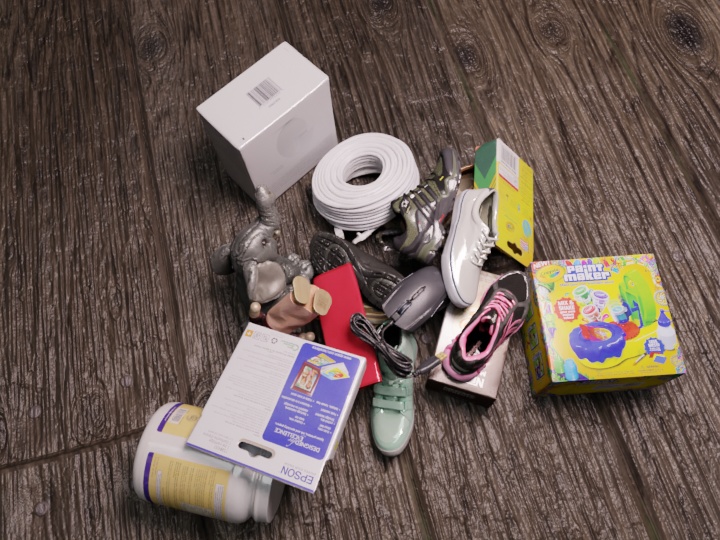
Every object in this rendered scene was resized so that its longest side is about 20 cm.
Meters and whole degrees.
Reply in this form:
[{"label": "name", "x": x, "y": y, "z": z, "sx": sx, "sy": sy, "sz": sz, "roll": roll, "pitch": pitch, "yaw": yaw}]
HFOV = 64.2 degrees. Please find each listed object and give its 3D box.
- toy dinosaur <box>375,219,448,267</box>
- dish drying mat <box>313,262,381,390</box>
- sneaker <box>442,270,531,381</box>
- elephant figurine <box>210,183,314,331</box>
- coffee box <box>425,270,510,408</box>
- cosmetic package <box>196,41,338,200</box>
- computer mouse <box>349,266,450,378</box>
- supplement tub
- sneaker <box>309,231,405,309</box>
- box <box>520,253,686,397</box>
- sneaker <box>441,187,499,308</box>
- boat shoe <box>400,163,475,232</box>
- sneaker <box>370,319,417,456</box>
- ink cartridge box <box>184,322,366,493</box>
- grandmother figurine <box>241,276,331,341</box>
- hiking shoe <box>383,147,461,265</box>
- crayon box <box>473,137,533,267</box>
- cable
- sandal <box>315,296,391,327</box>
[{"label": "toy dinosaur", "x": 0.072, "y": -0.063, "z": 1.034, "sx": 0.199, "sy": 0.048, "sz": 0.088, "roll": 25, "pitch": 56, "yaw": 12}, {"label": "dish drying mat", "x": -0.023, "y": 0.090, "z": 0.900, "sx": 0.076, "sy": 0.018, "sz": 0.202, "roll": -21, "pitch": 64, "yaw": 13}, {"label": "sneaker", "x": 0.200, "y": 0.074, "z": 0.862, "sx": 0.079, "sy": 0.096, "sz": 0.200, "roll": 33, "pitch": 71, "yaw": 15}, {"label": "elephant figurine", "x": -0.170, "y": -0.014, "z": 0.929, "sx": 0.140, "sy": 0.200, "sz": 0.156, "roll": -9, "pitch": 60, "yaw": 20}, {"label": "coffee box", "x": 0.186, "y": 0.107, "z": 0.943, "sx": 0.113, "sy": 0.080, "sz": 0.202, "roll": 15, "pitch": 70, "yaw": 8}, {"label": "cosmetic package", "x": -0.156, "y": -0.254, "z": 1.032, "sx": 0.199, "sy": 0.200, "sz": 0.123, "roll": -42, "pitch": 70, "yaw": -14}, {"label": "computer mouse", "x": 0.095, "y": 0.069, "z": 0.868, "sx": 0.199, "sy": 0.046, "sz": 0.141, "roll": -31, "pitch": 67, "yaw": -28}, {"label": "supplement tub", "x": -0.214, "y": 0.286, "z": 0.851, "sx": 0.198, "sy": 0.146, "sz": 0.147, "roll": 12, "pitch": 69, "yaw": 6}, {"label": "sneaker", "x": 0.000, "y": 0.000, "z": 0.984, "sx": 0.199, "sy": 0.091, "sz": 0.076, "roll": 35, "pitch": 106, "yaw": 10}, {"label": "box", "x": 0.371, "y": 0.090, "z": 0.923, "sx": 0.198, "sy": 0.122, "sz": 0.194, "roll": -5, "pitch": 67, "yaw": 0}, {"label": "sneaker", "x": 0.176, "y": -0.042, "z": 0.898, "sx": 0.073, "sy": 0.071, "sz": 0.202, "roll": 21, "pitch": 68, "yaw": -35}, {"label": "boat shoe", "x": 0.148, "y": -0.131, "z": 1.022, "sx": 0.200, "sy": 0.072, "sz": 0.076, "roll": -37, "pitch": 59, "yaw": -26}, {"label": "sneaker", "x": 0.041, "y": 0.177, "z": 0.893, "sx": 0.073, "sy": 0.118, "sz": 0.202, "roll": -1, "pitch": 64, "yaw": 20}, {"label": "ink cartridge box", "x": -0.114, "y": 0.190, "z": 0.817, "sx": 0.196, "sy": 0.047, "sz": 0.201, "roll": 15, "pitch": 61, "yaw": 15}, {"label": "grandmother figurine", "x": -0.127, "y": 0.083, "z": 0.917, "sx": 0.121, "sy": 0.200, "sz": 0.061, "roll": 40, "pitch": 44, "yaw": -18}, {"label": "hiking shoe", "x": 0.102, "y": -0.115, "z": 0.943, "sx": 0.100, "sy": 0.076, "sz": 0.202, "roll": 16, "pitch": 82, "yaw": 2}, {"label": "crayon box", "x": 0.251, "y": -0.110, "z": 1.004, "sx": 0.051, "sy": 0.126, "sz": 0.202, "roll": -14, "pitch": 60, "yaw": 42}, {"label": "cable", "x": 0.005, "y": -0.163, "z": 1.038, "sx": 0.199, "sy": 0.069, "sz": 0.200, "roll": -33, "pitch": 52, "yaw": -7}, {"label": "sandal", "x": 0.006, "y": 0.079, "z": 0.973, "sx": 0.198, "sy": 0.054, "sz": 0.080, "roll": 4, "pitch": 24, "yaw": -8}]
